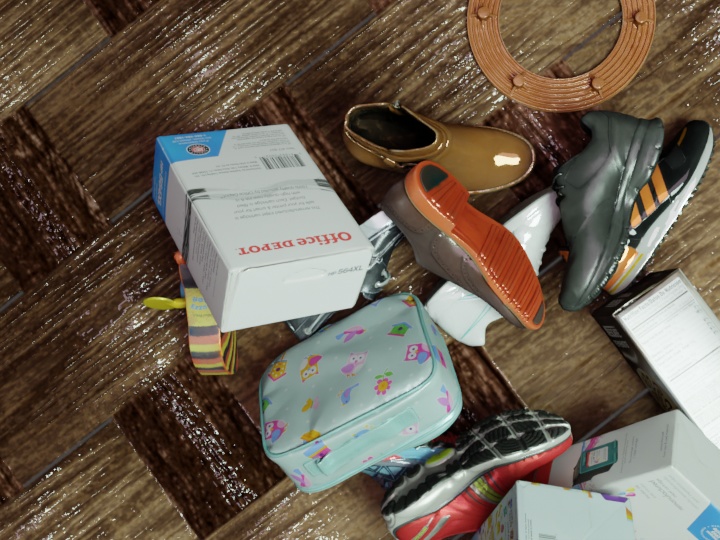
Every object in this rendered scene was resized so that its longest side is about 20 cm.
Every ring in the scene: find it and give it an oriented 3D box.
[{"bbox_3d":[0.213,-0.269,0.932,0.200,0.019,0.201,0,87,6],"label":"ring"}]

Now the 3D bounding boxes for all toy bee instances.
[{"bbox_3d":[-0.168,0.013,0.912,0.131,0.109,0.201,-23,85,8],"label":"toy bee"}]

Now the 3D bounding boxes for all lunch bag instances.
[{"bbox_3d":[-0.005,0.124,0.862,0.200,0.161,0.077,-30,126,10],"label":"lunch bag"}]

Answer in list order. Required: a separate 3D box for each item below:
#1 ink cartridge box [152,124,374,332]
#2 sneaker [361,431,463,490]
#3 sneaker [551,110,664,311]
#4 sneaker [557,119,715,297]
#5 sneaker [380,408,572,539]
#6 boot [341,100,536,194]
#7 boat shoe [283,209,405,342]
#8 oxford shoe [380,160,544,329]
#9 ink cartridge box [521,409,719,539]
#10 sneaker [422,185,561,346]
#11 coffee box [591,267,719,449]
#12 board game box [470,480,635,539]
[{"bbox_3d":[-0.100,-0.047,0.847,0.146,0.084,0.200,-10,48,-29],"label":"ink cartridge box"},{"bbox_3d":[0.057,0.215,0.898,0.199,0.079,0.096,3,90,6],"label":"sneaker"},{"bbox_3d":[0.220,-0.059,0.841,0.091,0.076,0.201,19,86,12],"label":"sneaker"},{"bbox_3d":[0.278,-0.077,0.891,0.090,0.070,0.200,30,93,3],"label":"sneaker"},{"bbox_3d":[0.117,0.204,0.843,0.200,0.077,0.085,-30,109,7],"label":"sneaker"},{"bbox_3d":[0.080,-0.128,0.870,0.199,0.155,0.077,13,89,6],"label":"boot"},{"bbox_3d":[0.000,0.000,0.915,0.200,0.072,0.068,-39,83,5],"label":"boat shoe"},{"bbox_3d":[0.102,-0.016,0.854,0.200,0.071,0.072,49,134,-9],"label":"oxford shoe"},{"bbox_3d":[0.243,0.215,0.817,0.116,0.067,0.200,41,134,-16],"label":"ink cartridge box"},{"bbox_3d":[0.155,-0.006,0.907,0.080,0.070,0.200,43,100,0],"label":"sneaker"},{"bbox_3d":[0.326,0.101,0.859,0.080,0.113,0.200,-36,84,3],"label":"coffee box"},{"bbox_3d":[0.157,0.281,0.779,0.103,0.200,0.105,10,53,-6],"label":"board game box"}]
